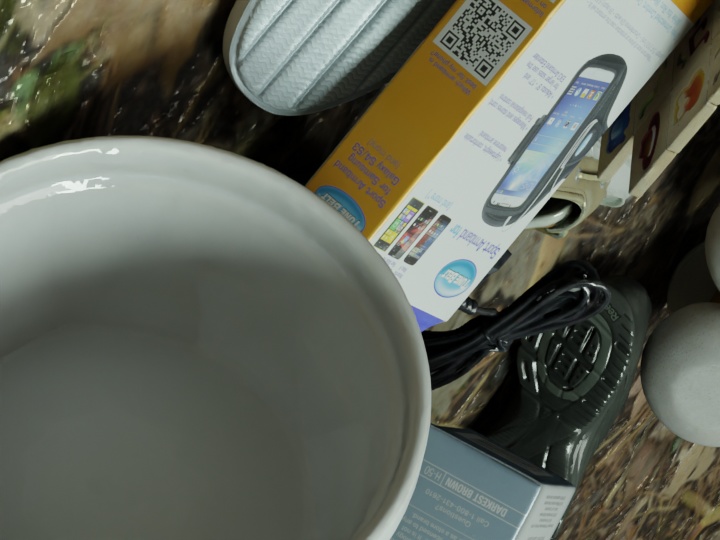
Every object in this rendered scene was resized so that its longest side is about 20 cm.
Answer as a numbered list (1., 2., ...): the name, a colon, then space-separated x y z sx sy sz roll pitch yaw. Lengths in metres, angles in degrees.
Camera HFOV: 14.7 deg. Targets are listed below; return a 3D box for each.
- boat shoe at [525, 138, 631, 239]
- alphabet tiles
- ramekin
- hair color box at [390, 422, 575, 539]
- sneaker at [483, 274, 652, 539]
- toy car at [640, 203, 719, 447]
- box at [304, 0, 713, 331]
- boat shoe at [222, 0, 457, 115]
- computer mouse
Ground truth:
1. boat shoe: 0.076 -0.051 1.247 0.200 0.075 0.069 27 77 -63
2. alphabet tiles: 0.145 -0.133 1.166 0.167 0.008 0.200 127 -21 -48
3. ramekin: -0.081 0.061 0.995 0.200 0.200 0.105 -39 162 -29
4. hair color box: 0.017 0.168 1.215 0.200 0.061 0.099 -63 166 1
5. sneaker: 0.107 0.088 1.529 0.200 0.076 0.091 -60 164 23
6. toy car: 0.252 0.017 1.552 0.200 0.150 0.175 -65 176 26
7. box: 0.050 -0.058 1.084 0.200 0.041 0.119 -49 157 6
8. boat shoe: 0.026 -0.140 1.066 0.200 0.072 0.062 -43 -158 7
9. computer mouse: 0.000 0.000 1.224 0.200 0.046 0.140 18 144 -42
